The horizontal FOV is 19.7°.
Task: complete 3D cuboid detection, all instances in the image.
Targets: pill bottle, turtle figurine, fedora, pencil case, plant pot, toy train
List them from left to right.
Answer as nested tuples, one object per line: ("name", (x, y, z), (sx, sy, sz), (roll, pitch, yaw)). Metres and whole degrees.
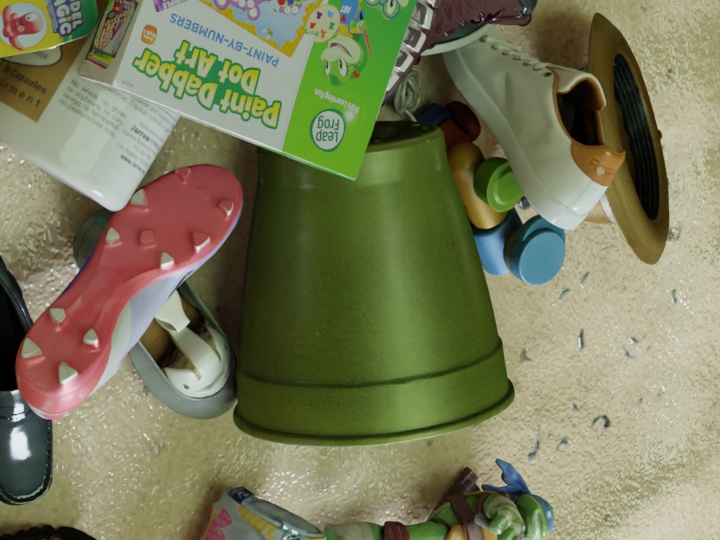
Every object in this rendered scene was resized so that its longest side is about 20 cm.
("pill bottle", (-0.147, -0.149, 1.296), (0.114, 0.114, 0.201), (34, 86, -40))
("pencil case", (-0.099, 0.260, 1.509), (0.083, 0.091, 0.201), (24, 93, -40))
("plant pot", (0.000, 0.000, 1.431), (0.199, 0.200, 0.195), (-13, 104, -32))
("turtle figurine", (0.076, 0.241, 1.581), (0.192, 0.144, 0.202), (-9, 71, -15))
("toy train", (0.072, -0.078, 1.486), (0.085, 0.115, 0.201), (-41, 127, -17))
("fedora", (0.172, -0.092, 1.547), (0.200, 0.081, 0.202), (-14, 90, -70))

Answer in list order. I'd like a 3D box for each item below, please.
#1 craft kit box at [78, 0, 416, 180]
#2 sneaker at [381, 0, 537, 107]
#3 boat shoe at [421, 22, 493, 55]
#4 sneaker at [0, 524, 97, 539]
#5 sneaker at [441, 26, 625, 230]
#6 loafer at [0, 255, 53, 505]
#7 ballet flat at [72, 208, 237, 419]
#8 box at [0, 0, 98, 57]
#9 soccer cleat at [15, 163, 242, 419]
("craft kit box", (-0.053, -0.178, 1.260), (0.199, 0.048, 0.199), (18, 94, -41))
("sneaker", (0.058, -0.162, 1.374), (0.115, 0.076, 0.201), (19, 111, -38))
("boat shoe", (0.013, -0.188, 1.430), (0.199, 0.075, 0.062), (-11, 126, -23))
("sneaker", (-0.254, 0.222, 1.390), (0.199, 0.074, 0.087), (10, 103, -39))
("sneaker", (0.127, -0.127, 1.454), (0.072, 0.201, 0.085), (9, 132, -46))
("loafer", (-0.237, 0.071, 1.344), (0.068, 0.070, 0.202), (-25, 121, -26))
("ballet flat", (-0.130, 0.042, 1.417), (0.067, 0.064, 0.201), (-43, 128, -15))
("box", (-0.256, -0.175, 1.187), (0.198, 0.049, 0.118), (-9, 127, -4))
("soccer cleat", (-0.149, 0.012, 1.327), (0.200, 0.066, 0.077), (-51, 171, -25))
